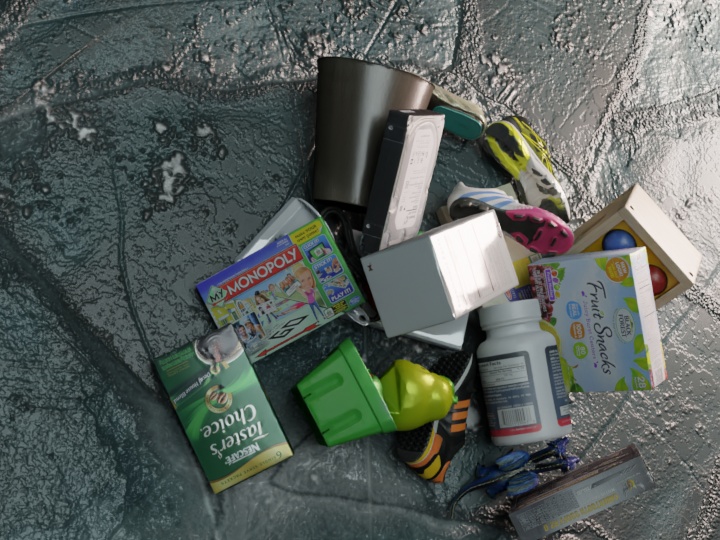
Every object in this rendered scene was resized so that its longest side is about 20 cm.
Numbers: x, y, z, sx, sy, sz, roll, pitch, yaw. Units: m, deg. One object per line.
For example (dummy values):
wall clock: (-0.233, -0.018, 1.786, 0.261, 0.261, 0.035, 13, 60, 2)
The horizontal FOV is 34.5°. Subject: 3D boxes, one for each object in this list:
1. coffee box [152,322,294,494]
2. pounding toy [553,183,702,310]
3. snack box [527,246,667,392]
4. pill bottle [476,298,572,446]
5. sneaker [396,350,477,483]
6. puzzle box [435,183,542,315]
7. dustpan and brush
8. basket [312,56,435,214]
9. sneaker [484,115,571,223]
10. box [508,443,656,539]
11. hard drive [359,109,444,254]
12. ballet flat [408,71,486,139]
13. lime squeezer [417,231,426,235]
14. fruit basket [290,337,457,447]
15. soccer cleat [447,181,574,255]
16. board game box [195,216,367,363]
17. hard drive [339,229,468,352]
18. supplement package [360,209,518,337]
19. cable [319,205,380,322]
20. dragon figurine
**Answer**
coffee box: (-0.183, 0.185, 1.560, 0.122, 0.044, 0.201, -24, 85, -6)
pounding toy: (0.394, 0.016, 1.769, 0.184, 0.200, 0.142, 47, 34, -3)
snack box: (0.348, 0.075, 1.708, 0.068, 0.168, 0.201, -21, 102, -52)
pill bottle: (0.233, 0.147, 1.692, 0.119, 0.120, 0.201, -7, 84, -22)
sneaker: (0.125, 0.213, 1.682, 0.090, 0.070, 0.201, 50, 55, -31)
puzzle box: (0.211, -0.023, 1.789, 0.133, 0.025, 0.201, -19, 83, -24)
dustpan and brush: (-0.064, 0.007, 1.637, 0.200, 0.057, 0.140, 43, 85, -3)
basket: (0.003, -0.189, 1.682, 0.179, 0.136, 0.201, 13, 86, -18)
sneaker: (0.279, -0.162, 1.825, 0.200, 0.074, 0.085, 56, 46, -10)
box: (0.308, 0.310, 1.622, 0.199, 0.158, 0.049, -26, 84, 7)
hard drive: (0.060, -0.125, 1.631, 0.038, 0.140, 0.201, 19, 104, 22)
ballet flat: (0.106, -0.264, 1.804, 0.199, 0.068, 0.063, 27, 39, -16)
lime squeezer: (0.074, -0.076, 1.738, 0.199, 0.038, 0.071, 28, 85, 0)
fruit basket: (0.020, 0.161, 1.572, 0.215, 0.216, 0.156, -26, 86, -24)
soccer cleat: (0.228, -0.086, 1.747, 0.199, 0.070, 0.087, 18, 35, -5)
board game box: (-0.110, 0.031, 1.606, 0.199, 0.029, 0.135, -29, 88, 3)
hard drive: (0.065, 0.029, 1.707, 0.199, 0.025, 0.133, 16, 71, -8)
supplement package: (0.112, 0.002, 1.591, 0.200, 0.117, 0.118, -22, 94, -54)
cable: (0.000, 0.000, 1.678, 0.097, 0.050, 0.200, -45, 75, -3)
dragon figurine: (0.217, 0.292, 1.667, 0.199, 0.099, 0.059, -18, 82, -24)
